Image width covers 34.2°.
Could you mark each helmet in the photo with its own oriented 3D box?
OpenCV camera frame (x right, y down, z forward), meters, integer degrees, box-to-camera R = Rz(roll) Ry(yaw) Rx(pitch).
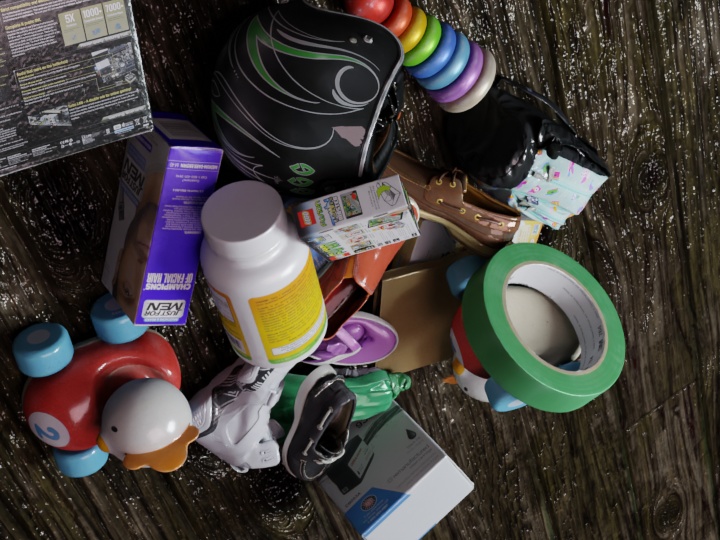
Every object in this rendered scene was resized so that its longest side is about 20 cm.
[{"bbox_3d":[-0.059,-0.174,1.190,0.200,0.191,0.200,19,90,-81],"label":"helmet"}]

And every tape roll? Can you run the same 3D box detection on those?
[{"bbox_3d":[0.212,0.064,1.353,0.200,0.201,0.048,-1,151,-33],"label":"tape roll"}]

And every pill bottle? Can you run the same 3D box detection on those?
[{"bbox_3d":[-0.102,0.003,1.210,0.111,0.111,0.200,-31,144,-15],"label":"pill bottle"}]

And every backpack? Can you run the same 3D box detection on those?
[{"bbox_3d":[0.207,-0.137,1.435,0.200,0.167,0.127,21,120,-43],"label":"backpack"}]

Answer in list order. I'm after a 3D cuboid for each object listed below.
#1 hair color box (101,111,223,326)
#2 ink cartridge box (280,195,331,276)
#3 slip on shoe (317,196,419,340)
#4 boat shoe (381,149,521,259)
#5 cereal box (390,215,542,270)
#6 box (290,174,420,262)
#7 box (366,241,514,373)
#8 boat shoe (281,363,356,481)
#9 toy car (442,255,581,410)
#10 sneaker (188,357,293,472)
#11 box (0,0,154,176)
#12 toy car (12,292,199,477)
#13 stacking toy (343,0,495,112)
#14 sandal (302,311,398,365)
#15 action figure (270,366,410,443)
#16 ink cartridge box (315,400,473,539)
[{"bbox_3d":[-0.210,-0.054,1.222,0.065,0.109,0.200,-1,116,-33],"label":"hair color box"},{"bbox_3d":[-0.068,-0.052,1.342,0.200,0.076,0.137,-34,130,-10],"label":"ink cartridge box"},{"bbox_3d":[0.000,0.000,1.329,0.200,0.061,0.074,-49,133,0],"label":"slip on shoe"},{"bbox_3d":[0.100,-0.094,1.383,0.200,0.072,0.068,32,125,-7],"label":"boat shoe"},{"bbox_3d":[0.132,-0.009,1.520,0.200,0.040,0.144,-2,120,-33],"label":"cereal box"},{"bbox_3d":[0.000,-0.050,1.203,0.110,0.035,0.200,-16,173,4],"label":"box"},{"bbox_3d":[0.105,0.050,1.501,0.200,0.021,0.164,-14,129,-24],"label":"box"},{"bbox_3d":[-0.044,0.197,1.409,0.074,0.060,0.200,-27,145,-37],"label":"boat shoe"},{"bbox_3d":[0.162,0.108,1.471,0.177,0.184,0.200,0,150,-34],"label":"toy car"},{"bbox_3d":[-0.115,0.159,1.390,0.200,0.075,0.115,-39,108,18],"label":"sneaker"},{"bbox_3d":[-0.311,-0.189,1.090,0.200,0.086,0.164,-21,126,-22],"label":"box"},{"bbox_3d":[-0.256,0.157,1.255,0.177,0.200,0.184,-24,127,-20],"label":"toy car"},{"bbox_3d":[0.061,-0.259,1.304,0.200,0.085,0.085,32,96,-37],"label":"stacking toy"},{"bbox_3d":[-0.050,0.085,1.416,0.202,0.050,0.083,12,125,-18],"label":"sandal"},{"bbox_3d":[-0.033,0.158,1.472,0.200,0.055,0.118,-9,125,-8],"label":"action figure"},{"bbox_3d":[0.024,0.250,1.497,0.145,0.200,0.084,-43,129,-4],"label":"ink cartridge box"}]
